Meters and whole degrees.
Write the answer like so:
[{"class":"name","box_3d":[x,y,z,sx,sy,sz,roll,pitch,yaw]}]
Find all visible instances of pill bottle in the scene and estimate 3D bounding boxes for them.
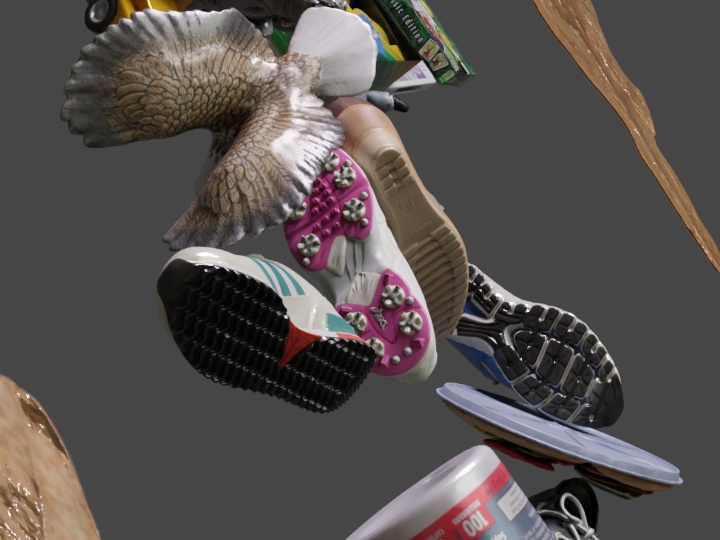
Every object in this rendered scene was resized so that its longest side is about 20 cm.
[{"class":"pill bottle","box_3d":[0.085,0.217,1.243,0.201,0.119,0.120,54,17,1]}]

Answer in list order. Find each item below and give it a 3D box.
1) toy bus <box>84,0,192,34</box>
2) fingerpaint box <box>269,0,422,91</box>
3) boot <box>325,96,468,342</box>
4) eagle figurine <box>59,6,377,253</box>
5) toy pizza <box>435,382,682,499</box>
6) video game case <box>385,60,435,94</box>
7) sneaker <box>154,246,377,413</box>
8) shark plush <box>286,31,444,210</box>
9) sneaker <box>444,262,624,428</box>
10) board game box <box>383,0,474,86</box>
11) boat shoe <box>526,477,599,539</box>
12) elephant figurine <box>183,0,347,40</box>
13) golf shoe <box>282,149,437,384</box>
[{"class":"toy bus","box_3d":[-0.168,-0.235,1.506,0.065,0.078,0.201,31,28,-51]},{"class":"fingerpaint box","box_3d":[-0.045,-0.249,1.871,0.201,0.073,0.167,56,16,5]},{"class":"boot","box_3d":[0.012,-0.055,1.652,0.166,0.072,0.201,47,-21,55]},{"class":"eagle figurine","box_3d":[-0.082,-0.096,1.374,0.200,0.151,0.152,-19,110,-68]},{"class":"toy pizza","box_3d":[0.148,0.133,1.593,0.199,0.032,0.200,20,2,-1]},{"class":"video game case","box_3d":[0.006,-0.237,2.079,0.144,0.018,0.200,55,17,4]},{"class":"sneaker","box_3d":[-0.075,0.024,1.308,0.093,0.070,0.199,44,10,38]},{"class":"shark plush","box_3d":[0.001,-0.122,1.728,0.201,0.083,0.091,55,13,-1]},{"class":"sneaker","box_3d":[0.132,0.060,1.678,0.200,0.079,0.089,37,-2,26]},{"class":"board game box","box_3d":[0.033,-0.256,1.915,0.201,0.023,0.105,56,10,3]},{"class":"boat shoe","box_3d":[0.142,0.202,1.512,0.074,0.068,0.199,53,17,-1]},{"class":"elephant figurine","box_3d":[-0.092,-0.237,1.602,0.200,0.154,0.143,-60,133,-81]},{"class":"golf shoe","box_3d":[0.000,0.000,1.542,0.201,0.075,0.092,68,9,25]}]
